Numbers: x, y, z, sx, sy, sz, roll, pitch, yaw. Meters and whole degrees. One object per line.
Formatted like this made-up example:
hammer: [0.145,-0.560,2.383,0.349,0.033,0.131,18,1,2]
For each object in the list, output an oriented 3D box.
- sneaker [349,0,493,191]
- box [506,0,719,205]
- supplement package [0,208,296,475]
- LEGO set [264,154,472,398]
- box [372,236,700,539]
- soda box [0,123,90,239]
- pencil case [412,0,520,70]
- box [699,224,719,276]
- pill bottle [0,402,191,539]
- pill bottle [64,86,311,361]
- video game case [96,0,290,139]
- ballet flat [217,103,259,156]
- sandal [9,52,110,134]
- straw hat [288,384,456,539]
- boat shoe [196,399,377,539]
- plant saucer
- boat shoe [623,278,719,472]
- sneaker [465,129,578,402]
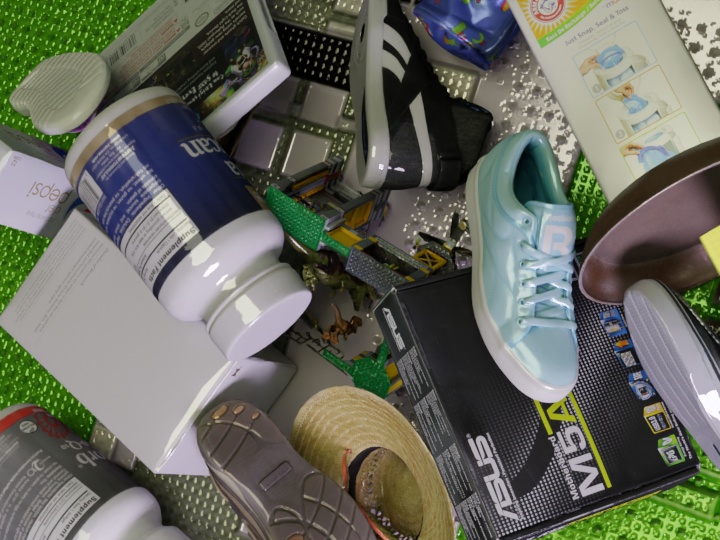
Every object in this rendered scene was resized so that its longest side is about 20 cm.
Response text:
sneaker: [0.052,-0.143,1.253,0.111,0.073,0.202,7,56,-12]
box: [0.205,-0.137,1.160,0.101,0.112,0.201,-29,72,15]
supplement package: [-0.176,0.062,1.272,0.200,0.121,0.120,39,96,22]
LEGO set: [0.000,0.000,1.241,0.199,0.116,0.155,25,120,26]
box: [0.130,0.088,1.128,0.048,0.192,0.202,-46,61,54]
soda box: [-0.272,-0.071,1.287,0.068,0.200,0.064,36,96,22]
pencil case: [0.131,-0.254,1.225,0.200,0.078,0.087,-50,44,8]
box: [0.291,0.025,1.056,0.048,0.200,0.118,-30,72,13]
pill bottle: [-0.238,0.209,1.277,0.199,0.116,0.116,33,94,21]
pill bottle: [-0.128,-0.033,1.175,0.111,0.111,0.200,-41,77,10]
video game case: [-0.154,-0.166,1.302,0.199,0.023,0.183,-38,46,20]
ballet flat: [-0.124,-0.120,1.302,0.068,0.072,0.201,31,90,-22]
sandal: [-0.249,-0.149,1.332,0.083,0.050,0.202,-48,27,-5]
straw hat: [0.030,0.174,1.192,0.200,0.085,0.203,17,113,45]
boat shoe: [-0.051,0.187,1.180,0.074,0.073,0.200,-32,72,-19]
plant saucer: [0.241,-0.041,1.088,0.199,0.200,0.032,-30,65,14]
boat shoe: [0.266,0.084,1.120,0.071,0.072,0.201,-34,93,-15]
sneaker: [0.123,-0.009,1.098,0.073,0.082,0.202,-2,65,-24]
